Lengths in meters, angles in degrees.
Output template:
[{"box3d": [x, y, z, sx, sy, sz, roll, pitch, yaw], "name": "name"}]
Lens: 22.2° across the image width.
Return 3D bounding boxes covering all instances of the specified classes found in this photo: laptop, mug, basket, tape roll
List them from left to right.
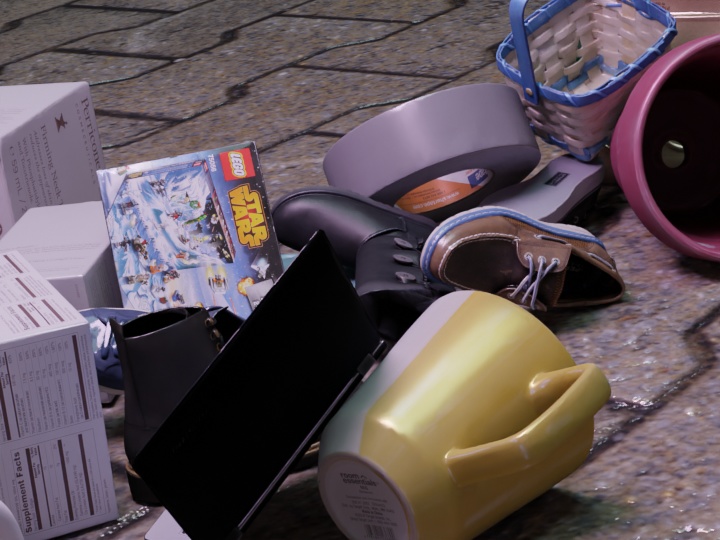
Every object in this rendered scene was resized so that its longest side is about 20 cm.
[{"box3d": [-0.085, 0.082, 1.199, 0.187, 0.116, 0.200, -51, 20, -18], "name": "laptop"}, {"box3d": [0.067, -0.102, 1.735, 0.199, 0.066, 0.200, -18, -15, -5], "name": "tape roll"}, {"box3d": [0.056, 0.103, 1.197, 0.149, 0.187, 0.153, 41, 51, 16], "name": "mug"}, {"box3d": [0.211, -0.220, 1.744, 0.176, 0.201, 0.139, -36, 51, -26], "name": "basket"}]

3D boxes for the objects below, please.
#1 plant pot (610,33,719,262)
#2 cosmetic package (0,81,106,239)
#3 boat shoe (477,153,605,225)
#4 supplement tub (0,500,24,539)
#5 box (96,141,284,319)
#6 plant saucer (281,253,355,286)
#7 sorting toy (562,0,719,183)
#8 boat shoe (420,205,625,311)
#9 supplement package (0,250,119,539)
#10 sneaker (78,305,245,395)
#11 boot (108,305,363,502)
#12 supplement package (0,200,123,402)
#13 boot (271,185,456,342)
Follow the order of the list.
[{"box3d": [0.312, -0.110, 1.656, 0.199, 0.201, 0.179, -12, 5, -10], "name": "plant pot"}, {"box3d": [-0.372, -0.082, 1.853, 0.165, 0.168, 0.200, -2, 22, 19], "name": "cosmetic package"}, {"box3d": [0.173, -0.054, 1.728, 0.068, 0.057, 0.200, 17, 31, 32], "name": "boat shoe"}, {"box3d": [-0.314, 0.200, 1.099, 0.199, 0.146, 0.145, -1, 21, 19], "name": "supplement tub"}, {"box3d": [-0.132, 0.002, 1.514, 0.136, 0.201, 0.040, -11, -17, -8], "name": "box"}, {"box3d": [-0.075, 0.024, 1.656, 0.199, 0.028, 0.200, -7, 20, 2], "name": "plant saucer"}, {"box3d": [0.298, -0.187, 1.850, 0.184, 0.201, 0.036, 3, -1, 28], "name": "sorting toy"}, {"box3d": [0.142, -0.006, 1.529, 0.199, 0.073, 0.072, 0, 29, -36], "name": "boat shoe"}, {"box3d": [-0.268, 0.093, 1.352, 0.110, 0.157, 0.200, -13, 20, -21], "name": "supplement package"}, {"box3d": [-0.143, 0.055, 1.422, 0.199, 0.085, 0.075, 7, 63, -7], "name": "sneaker"}, {"box3d": [-0.083, 0.077, 1.351, 0.199, 0.139, 0.077, -18, 22, -27], "name": "boot"}, {"box3d": [-0.252, 0.026, 1.587, 0.116, 0.118, 0.200, -6, 20, 12], "name": "supplement package"}, {"box3d": [0.001, 0.000, 1.579, 0.164, 0.066, 0.200, 8, 26, -5], "name": "boot"}]
